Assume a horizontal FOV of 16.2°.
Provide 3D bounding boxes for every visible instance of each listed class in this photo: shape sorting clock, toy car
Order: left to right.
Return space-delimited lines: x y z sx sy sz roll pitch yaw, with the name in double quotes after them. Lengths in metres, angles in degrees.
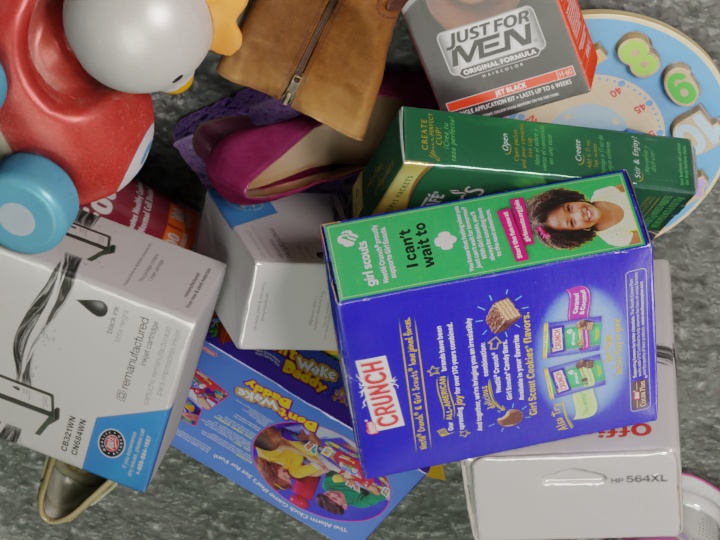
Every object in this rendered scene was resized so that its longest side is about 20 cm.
-0.149 -0.136 1.576 0.199 0.185 0.177 -14 121 29 "toy car"
0.151 -0.087 1.696 0.199 0.039 0.200 -4 131 -4 "shape sorting clock"

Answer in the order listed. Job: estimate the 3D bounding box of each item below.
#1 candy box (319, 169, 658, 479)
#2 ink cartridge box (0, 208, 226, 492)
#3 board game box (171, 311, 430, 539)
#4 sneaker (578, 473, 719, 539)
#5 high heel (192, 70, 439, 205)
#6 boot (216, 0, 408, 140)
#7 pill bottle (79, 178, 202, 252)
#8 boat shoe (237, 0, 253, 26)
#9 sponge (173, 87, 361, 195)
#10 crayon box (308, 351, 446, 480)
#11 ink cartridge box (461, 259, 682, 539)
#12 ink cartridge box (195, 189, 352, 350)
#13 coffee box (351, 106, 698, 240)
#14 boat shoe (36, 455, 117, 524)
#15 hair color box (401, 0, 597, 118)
0.083 0.036 1.609 0.199 0.077 0.169 -11 135 -4 "candy box"
-0.206 0.037 1.653 0.199 0.084 0.146 20 121 3 "ink cartridge box"
-0.056 0.107 1.790 0.200 0.045 0.135 31 141 -6 "board game box"
0.203 0.243 1.957 0.081 0.088 0.200 30 127 -19 "sneaker"
-0.006 -0.079 1.664 0.199 0.096 0.068 -14 119 -16 "high heel"
0.026 -0.159 1.542 0.188 0.069 0.200 20 122 -5 "boot"
-0.213 -0.029 1.746 0.200 0.114 0.114 26 128 -17 "pill bottle"
-0.077 -0.231 1.589 0.066 0.074 0.200 17 129 -15 "boat shoe"
-0.034 -0.047 1.770 0.111 0.030 0.200 -21 126 21 "sponge"
-0.031 0.077 1.820 0.199 0.052 0.126 10 139 20 "crayon box"
0.147 0.089 1.748 0.145 0.200 0.085 -2 130 7 "ink cartridge box"
0.000 0.000 1.698 0.199 0.116 0.067 1 116 -23 "ink cartridge box"
0.103 -0.052 1.637 0.199 0.044 0.123 6 155 -16 "coffee box"
-0.183 0.116 1.784 0.073 0.063 0.201 33 144 -7 "boat shoe"
0.070 -0.197 1.585 0.101 0.061 0.201 -16 112 18 "hair color box"
